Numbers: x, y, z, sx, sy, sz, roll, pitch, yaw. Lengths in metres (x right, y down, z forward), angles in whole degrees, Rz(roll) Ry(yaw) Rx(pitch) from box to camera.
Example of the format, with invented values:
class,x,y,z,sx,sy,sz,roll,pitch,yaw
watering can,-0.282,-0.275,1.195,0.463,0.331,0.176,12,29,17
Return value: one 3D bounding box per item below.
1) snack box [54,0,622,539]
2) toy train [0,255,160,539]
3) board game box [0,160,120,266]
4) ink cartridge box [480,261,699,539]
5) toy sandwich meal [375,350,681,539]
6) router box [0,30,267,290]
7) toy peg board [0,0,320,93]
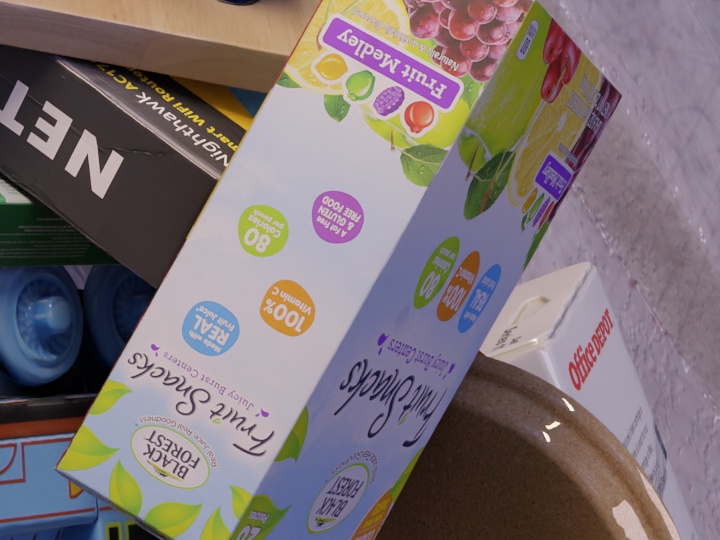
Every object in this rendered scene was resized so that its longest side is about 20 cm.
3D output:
class,x,y,z,sx,sy,sz,roll,pitch,yaw
snack box,0.000,0.000,0.939,0.200,0.068,0.169,-60,164,2
toy train,-0.131,0.053,0.983,0.200,0.087,0.114,-3,86,-54
board game box,-0.151,-0.052,0.972,0.135,0.029,0.200,43,25,29
ink cartridge box,0.088,0.113,1.222,0.147,0.083,0.200,-45,115,-72
toy sandwich meal,0.048,0.108,1.076,0.070,0.205,0.205,-28,101,-51
router box,-0.098,-0.081,0.991,0.200,0.051,0.149,36,25,13
toy peg board,-0.101,-0.171,0.949,0.199,0.098,0.200,9,41,-20
